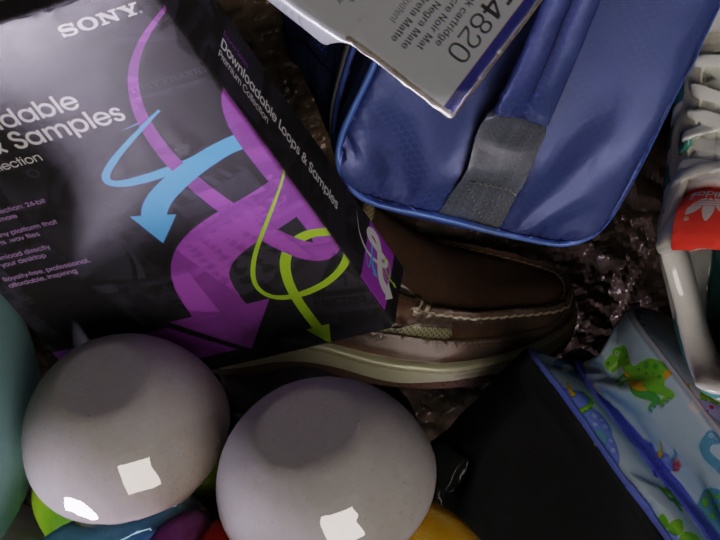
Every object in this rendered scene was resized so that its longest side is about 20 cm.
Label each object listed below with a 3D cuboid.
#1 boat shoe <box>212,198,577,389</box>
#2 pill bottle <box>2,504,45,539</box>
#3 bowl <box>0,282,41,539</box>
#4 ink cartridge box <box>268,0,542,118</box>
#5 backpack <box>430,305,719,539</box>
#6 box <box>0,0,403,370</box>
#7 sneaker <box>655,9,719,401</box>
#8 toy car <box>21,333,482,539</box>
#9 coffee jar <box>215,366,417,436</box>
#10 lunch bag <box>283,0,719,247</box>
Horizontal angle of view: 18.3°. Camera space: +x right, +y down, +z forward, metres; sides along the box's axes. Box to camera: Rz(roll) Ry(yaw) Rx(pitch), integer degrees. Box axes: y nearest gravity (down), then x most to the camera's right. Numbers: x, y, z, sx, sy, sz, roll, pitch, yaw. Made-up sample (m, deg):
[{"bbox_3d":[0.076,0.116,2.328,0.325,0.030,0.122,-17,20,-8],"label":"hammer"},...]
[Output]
[{"bbox_3d":[0.001,0.004,0.971,0.202,0.075,0.075,-2,126,-14],"label":"boat shoe"},{"bbox_3d":[-0.175,0.171,0.991,0.110,0.111,0.201,-16,105,-5],"label":"pill bottle"},{"bbox_3d":[-0.223,0.069,0.850,0.200,0.105,0.201,-1,107,-5],"label":"bowl"},{"bbox_3d":[0.011,-0.184,0.771,0.200,0.041,0.200,38,88,6],"label":"ink cartridge box"},{"bbox_3d":[0.142,0.119,0.987,0.147,0.183,0.200,-42,155,14],"label":"backpack"},{"bbox_3d":[-0.090,-0.034,0.841,0.143,0.036,0.200,-14,134,24],"label":"box"},{"bbox_3d":[0.154,-0.042,0.885,0.070,0.093,0.200,2,98,25],"label":"sneaker"},{"bbox_3d":[-0.054,0.131,0.867,0.199,0.150,0.175,11,143,25],"label":"toy car"},{"bbox_3d":[-0.054,0.133,1.038,0.104,0.085,0.200,14,117,-19],"label":"coffee jar"},{"bbox_3d":[0.065,-0.116,0.874,0.135,0.132,0.200,10,121,-22],"label":"lunch bag"}]
